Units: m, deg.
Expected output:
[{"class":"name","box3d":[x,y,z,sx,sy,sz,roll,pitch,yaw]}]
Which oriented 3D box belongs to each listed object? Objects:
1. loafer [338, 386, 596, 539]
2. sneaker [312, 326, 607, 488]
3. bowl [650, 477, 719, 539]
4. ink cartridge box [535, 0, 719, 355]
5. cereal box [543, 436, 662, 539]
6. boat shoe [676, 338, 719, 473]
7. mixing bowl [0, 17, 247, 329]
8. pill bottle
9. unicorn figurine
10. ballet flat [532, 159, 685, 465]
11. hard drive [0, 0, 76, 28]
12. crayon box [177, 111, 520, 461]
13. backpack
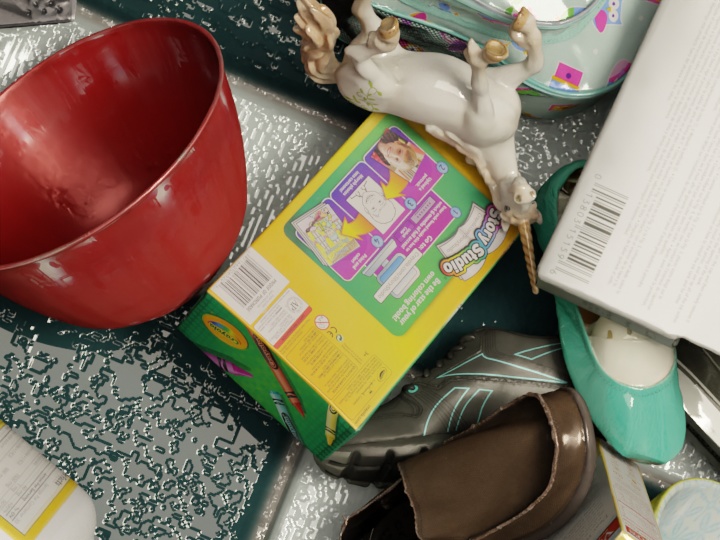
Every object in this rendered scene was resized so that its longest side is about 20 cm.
[{"class":"loafer","box3d":[0.059,0.133,1.308,0.071,0.200,0.073,9,51,-38]},{"class":"sneaker","box3d":[0.063,0.082,1.386,0.199,0.075,0.080,-9,71,-16]},{"class":"bowl","box3d":[0.201,0.237,1.351,0.108,0.200,0.201,-36,90,31]},{"class":"ink cartridge box","box3d":[0.219,-0.048,1.309,0.173,0.044,0.201,25,83,8]},{"class":"cereal box","box3d":[0.113,0.184,1.290,0.039,0.200,0.144,35,100,-5]},{"class":"boat shoe","box3d":[0.250,0.102,1.405,0.064,0.071,0.200,-43,90,-10]},{"class":"mixing bowl","box3d":[-0.141,-0.041,1.316,0.200,0.200,0.109,-44,127,-11]},{"class":"pill bottle","box3d":[-0.224,0.145,1.302,0.200,0.112,0.112,41,79,-3]},{"class":"unicorn figurine","box3d":[0.052,-0.100,1.322,0.200,0.138,0.074,33,58,13]},{"class":"ballet flat","box3d":[0.151,0.018,1.363,0.067,0.071,0.201,-7,61,-18]},{"class":"hard drive","box3d":[-0.244,-0.241,1.379,0.134,0.042,0.201,-6,84,-10]},{"class":"crayon box","box3d":[0.000,0.000,1.348,0.119,0.058,0.200,43,57,-1]},{"class":"backpack","box3d":[0.097,-0.192,1.377,0.199,0.153,0.176,28,75,-12]}]
